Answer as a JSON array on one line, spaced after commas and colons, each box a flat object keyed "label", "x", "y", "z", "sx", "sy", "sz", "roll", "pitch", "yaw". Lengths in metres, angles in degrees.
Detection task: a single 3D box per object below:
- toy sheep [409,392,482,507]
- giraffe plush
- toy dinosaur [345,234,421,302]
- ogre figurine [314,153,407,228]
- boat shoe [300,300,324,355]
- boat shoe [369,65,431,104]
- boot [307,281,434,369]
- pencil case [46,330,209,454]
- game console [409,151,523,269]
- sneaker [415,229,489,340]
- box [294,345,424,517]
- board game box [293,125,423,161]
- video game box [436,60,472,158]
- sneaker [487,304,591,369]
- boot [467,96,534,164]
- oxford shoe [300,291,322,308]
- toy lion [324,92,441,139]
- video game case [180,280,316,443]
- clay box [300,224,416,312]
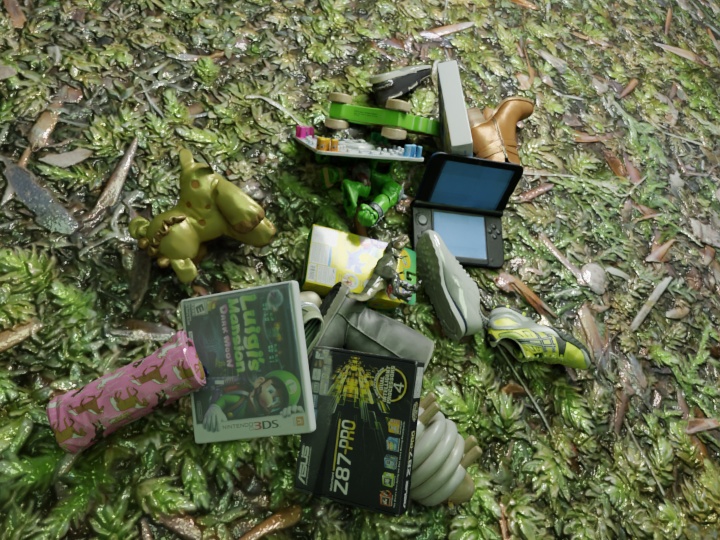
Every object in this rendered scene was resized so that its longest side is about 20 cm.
[{"label": "toy sheep", "x": 0.092, "y": 0.263, "z": 0.831, "sx": 0.200, "sy": 0.138, "sz": 0.138, "roll": 46, "pitch": 58, "yaw": 2}, {"label": "giraffe plush", "x": -0.253, "y": -0.069, "z": 0.873, "sx": 0.171, "sy": 0.200, "sz": 0.163, "roll": 32, "pitch": 78, "yaw": 35}, {"label": "toy dinosaur", "x": 0.052, "y": 0.015, "z": 0.929, "sx": 0.087, "sy": 0.048, "sz": 0.200, "roll": 31, "pitch": 40, "yaw": 7}, {"label": "ogre figurine", "x": 0.006, "y": -0.165, "z": 1.039, "sx": 0.118, "sy": 0.100, "sz": 0.200, "roll": -16, "pitch": 35, "yaw": -27}, {"label": "boat shoe", "x": -0.123, "y": 0.133, "z": 0.812, "sx": 0.071, "sy": 0.062, "sz": 0.202, "roll": 32, "pitch": 89, "yaw": -21}, {"label": "boat shoe", "x": 0.093, "y": -0.406, "z": 1.224, "sx": 0.199, "sy": 0.073, "sz": 0.061, "roll": -36, "pitch": 120, "yaw": -47}, {"label": "boot", "x": 0.004, "y": 0.138, "z": 0.902, "sx": 0.199, "sy": 0.072, "sz": 0.183, "roll": 39, "pitch": 76, "yaw": -18}, {"label": "pencil case", "x": -0.303, "y": 0.159, "z": 0.737, "sx": 0.198, "sy": 0.087, "sz": 0.084, "roll": -28, "pitch": 70, "yaw": -11}, {"label": "game console", "x": 0.203, "y": -0.107, "z": 1.058, "sx": 0.196, "sy": 0.118, "sz": 0.174, "roll": 4, "pitch": 73, "yaw": -17}, {"label": "sneaker", "x": 0.163, "y": 0.020, "z": 1.017, "sx": 0.079, "sy": 0.076, "sz": 0.203, "roll": -17, "pitch": 84, "yaw": -23}, {"label": "box", "x": -0.001, "y": 0.216, "z": 0.785, "sx": 0.158, "sy": 0.049, "sz": 0.204, "roll": 6, "pitch": 83, "yaw": 24}, {"label": "board game box", "x": -0.008, "y": -0.237, "z": 1.041, "sx": 0.196, "sy": 0.026, "sz": 0.200, "roll": 0, "pitch": 21, "yaw": -20}, {"label": "video game box", "x": 0.186, "y": -0.273, "z": 1.119, "sx": 0.046, "sy": 0.183, "sz": 0.204, "roll": -9, "pitch": 63, "yaw": 8}, {"label": "sneaker", "x": 0.317, "y": 0.139, "z": 1.022, "sx": 0.197, "sy": 0.076, "sz": 0.077, "roll": 24, "pitch": 65, "yaw": 6}, {"label": "boot", "x": 0.322, "y": -0.292, "z": 1.245, "sx": 0.197, "sy": 0.074, "sz": 0.157, "roll": -17, "pitch": 69, "yaw": -14}, {"label": "oxford shoe", "x": -0.133, "y": 0.086, "z": 0.874, "sx": 0.199, "sy": 0.074, "sz": 0.071, "roll": -35, "pitch": 79, "yaw": -31}, {"label": "toy lion", "x": 0.054, "y": -0.295, "z": 1.112, "sx": 0.197, "sy": 0.070, "sz": 0.191, "roll": 15, "pitch": 13, "yaw": 23}, {"label": "video game case", "x": -0.158, "y": 0.128, "z": 0.780, "sx": 0.178, "sy": 0.023, "sz": 0.204, "roll": -10, "pitch": 84, "yaw": 15}, {"label": "clay box", "x": 0.000, "y": 0.000, "z": 0.984, "sx": 0.196, "sy": 0.048, "sz": 0.117, "roll": 14, "pitch": 59, "yaw": -14}]
